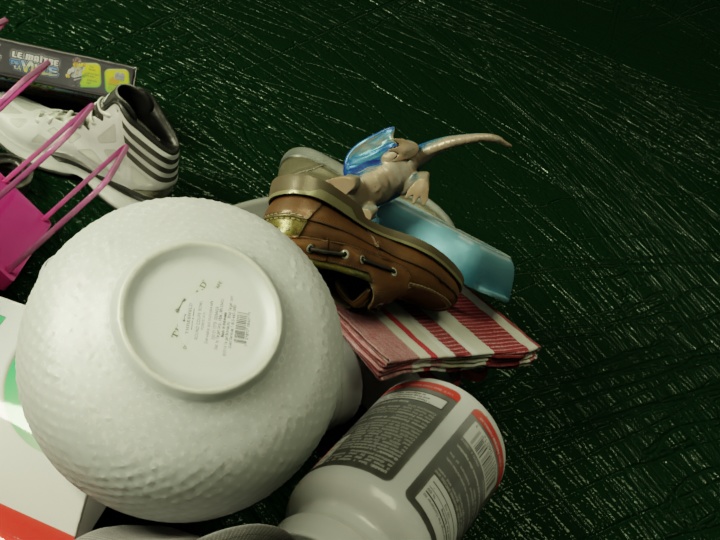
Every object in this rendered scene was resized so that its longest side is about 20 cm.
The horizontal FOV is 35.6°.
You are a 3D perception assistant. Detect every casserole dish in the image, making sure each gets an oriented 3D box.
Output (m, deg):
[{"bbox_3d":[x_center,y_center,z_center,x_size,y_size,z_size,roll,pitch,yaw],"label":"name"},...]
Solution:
[{"bbox_3d":[0.057,-0.031,0.999,0.200,0.039,0.121,32,8,35],"label":"casserole dish"}]

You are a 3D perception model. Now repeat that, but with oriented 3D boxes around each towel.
[{"bbox_3d":[0.043,0.037,0.929,0.200,0.023,0.144,1,32,-46],"label":"towel"}]

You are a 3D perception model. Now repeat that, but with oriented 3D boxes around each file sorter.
[{"bbox_3d":[-0.296,-0.116,0.879,0.200,0.125,0.139,47,12,-17],"label":"file sorter"}]

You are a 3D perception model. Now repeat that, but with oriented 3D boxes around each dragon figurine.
[{"bbox_3d":[0.019,-0.080,0.927,0.059,0.200,0.099,58,2,-15],"label":"dragon figurine"}]

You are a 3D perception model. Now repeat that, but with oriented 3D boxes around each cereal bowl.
[{"bbox_3d":[-0.100,0.040,0.660,0.200,0.083,0.200,7,63,-14],"label":"cereal bowl"}]

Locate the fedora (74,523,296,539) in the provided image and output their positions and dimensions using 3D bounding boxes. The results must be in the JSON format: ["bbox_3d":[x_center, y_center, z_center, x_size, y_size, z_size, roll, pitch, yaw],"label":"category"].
[{"bbox_3d":[-0.133,0.208,0.640,0.090,0.177,0.200,30,46,32],"label":"fedora"}]

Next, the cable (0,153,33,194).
[{"bbox_3d":[-0.354,-0.067,0.935,0.200,0.050,0.097,-16,51,-41],"label":"cable"}]

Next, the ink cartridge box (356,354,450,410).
[{"bbox_3d":[0.000,0.037,1.006,0.200,0.068,0.115,41,37,18],"label":"ink cartridge box"}]

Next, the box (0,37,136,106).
[{"bbox_3d":[-0.325,-0.194,1.075,0.200,0.035,0.110,9,-1,-21],"label":"box"}]

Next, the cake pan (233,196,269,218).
[{"bbox_3d":[-0.133,0.002,0.897,0.037,0.200,0.200,65,32,-18],"label":"cake pan"}]

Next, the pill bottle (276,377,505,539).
[{"bbox_3d":[0.017,0.171,0.810,0.116,0.116,0.200,35,37,13],"label":"pill bottle"}]

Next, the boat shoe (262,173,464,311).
[{"bbox_3d":[0.000,0.000,0.858,0.200,0.072,0.068,27,63,-36],"label":"boat shoe"}]

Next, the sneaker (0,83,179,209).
[{"bbox_3d":[-0.251,-0.141,1.036,0.200,0.115,0.076,28,36,4],"label":"sneaker"}]

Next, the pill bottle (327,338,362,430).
[{"bbox_3d":[-0.098,0.100,0.832,0.200,0.113,0.112,-13,51,-41],"label":"pill bottle"}]

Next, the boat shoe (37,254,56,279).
[{"bbox_3d":[-0.126,0.032,0.747,0.200,0.066,0.070,33,36,13],"label":"boat shoe"}]

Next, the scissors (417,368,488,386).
[{"bbox_3d":[0.021,0.035,0.955,0.200,0.014,0.073,39,38,18],"label":"scissors"}]

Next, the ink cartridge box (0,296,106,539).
[{"bbox_3d":[-0.230,0.116,0.690,0.161,0.050,0.200,17,55,20],"label":"ink cartridge box"}]

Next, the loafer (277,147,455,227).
[{"bbox_3d":[0.001,-0.051,1.125,0.200,0.075,0.070,23,47,4],"label":"loafer"}]
